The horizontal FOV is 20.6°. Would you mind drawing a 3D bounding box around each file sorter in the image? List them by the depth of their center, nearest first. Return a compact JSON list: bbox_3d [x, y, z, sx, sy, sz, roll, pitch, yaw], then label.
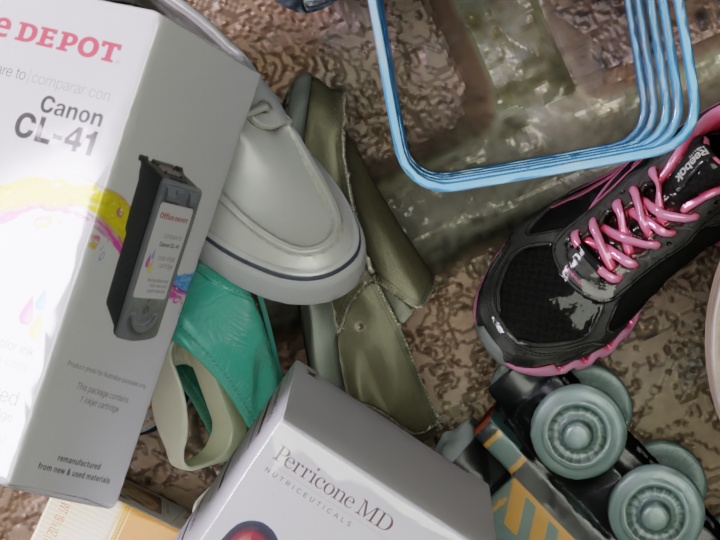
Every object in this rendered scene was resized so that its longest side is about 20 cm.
[{"bbox_3d":[0.072,-0.106,0.904,0.138,0.200,0.123,-9,94,3],"label":"file sorter"}]

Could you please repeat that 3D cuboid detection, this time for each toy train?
[{"bbox_3d":[0.121,0.134,0.964,0.200,0.085,0.114,45,102,1],"label":"toy train"}]

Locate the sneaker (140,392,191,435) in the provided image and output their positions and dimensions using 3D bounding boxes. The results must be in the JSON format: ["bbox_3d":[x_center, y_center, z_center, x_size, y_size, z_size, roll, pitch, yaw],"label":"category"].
[{"bbox_3d":[-0.107,-0.019,0.972,0.078,0.079,0.201,-2,89,3],"label":"sneaker"}]

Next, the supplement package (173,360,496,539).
[{"bbox_3d":[-0.040,0.159,0.864,0.114,0.110,0.200,32,100,-4],"label":"supplement package"}]

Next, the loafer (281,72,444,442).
[{"bbox_3d":[0.000,0.000,0.975,0.069,0.075,0.201,-9,99,-3],"label":"loafer"}]

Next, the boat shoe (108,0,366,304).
[{"bbox_3d":[-0.068,-0.069,0.901,0.072,0.066,0.200,-28,63,-20],"label":"boat shoe"}]

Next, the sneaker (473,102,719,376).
[{"bbox_3d":[0.137,-0.028,0.928,0.200,0.095,0.079,-35,77,-15],"label":"sneaker"}]

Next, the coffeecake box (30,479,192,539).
[{"bbox_3d":[-0.085,0.208,0.975,0.199,0.073,0.154,25,91,1],"label":"coffeecake box"}]

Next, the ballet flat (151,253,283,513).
[{"bbox_3d":[-0.057,0.085,0.940,0.070,0.067,0.201,-34,117,-24],"label":"ballet flat"}]

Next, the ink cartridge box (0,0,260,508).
[{"bbox_3d":[-0.149,-0.017,0.843,0.147,0.086,0.201,15,86,29],"label":"ink cartridge box"}]

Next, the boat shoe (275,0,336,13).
[{"bbox_3d":[-0.063,-0.212,0.910,0.071,0.091,0.201,-37,130,-10],"label":"boat shoe"}]

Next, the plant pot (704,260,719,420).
[{"bbox_3d":[0.251,0.029,0.908,0.199,0.174,0.201,0,91,3],"label":"plant pot"}]
